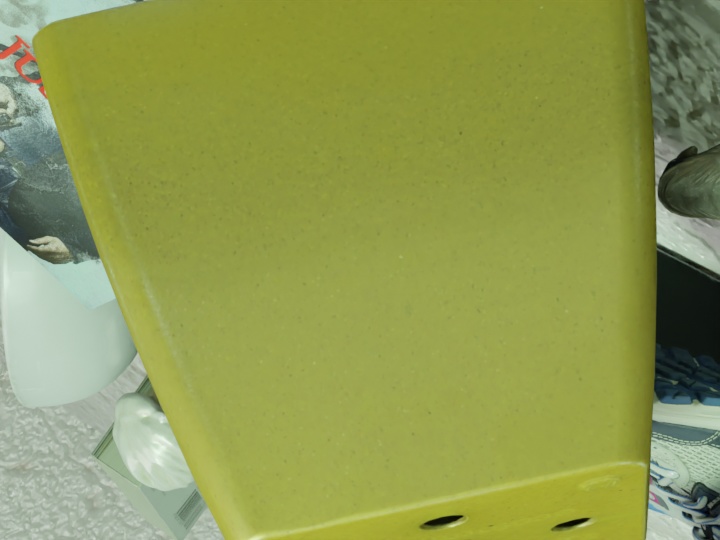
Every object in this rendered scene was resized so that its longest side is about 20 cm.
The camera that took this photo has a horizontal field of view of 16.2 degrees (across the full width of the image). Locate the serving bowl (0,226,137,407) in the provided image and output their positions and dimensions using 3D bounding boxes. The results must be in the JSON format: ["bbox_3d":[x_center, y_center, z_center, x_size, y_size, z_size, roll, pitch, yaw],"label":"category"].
[{"bbox_3d":[-0.127,-0.031,1.236,0.066,0.201,0.200,3,164,3],"label":"serving bowl"}]

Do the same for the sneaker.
[{"bbox_3d":[0.155,0.085,0.998,0.199,0.085,0.077,13,-171,-22],"label":"sneaker"}]

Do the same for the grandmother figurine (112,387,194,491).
[{"bbox_3d":[-0.056,0.018,1.243,0.060,0.200,0.121,33,170,-10],"label":"grandmother figurine"}]

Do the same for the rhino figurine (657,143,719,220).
[{"bbox_3d":[0.161,-0.021,0.778,0.200,0.087,0.060,19,129,59],"label":"rhino figurine"}]

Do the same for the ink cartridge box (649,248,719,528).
[{"bbox_3d":[0.098,0.028,1.105,0.200,0.095,0.037,29,166,34],"label":"ink cartridge box"}]

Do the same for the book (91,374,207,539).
[{"bbox_3d":[-0.059,0.046,1.365,0.048,0.200,0.134,32,167,16],"label":"book"}]

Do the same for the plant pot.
[{"bbox_3d":[0.015,0.013,0.871,0.200,0.199,0.177,73,-175,-70],"label":"plant pot"}]

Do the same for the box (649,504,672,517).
[{"bbox_3d":[0.139,0.075,1.191,0.199,0.048,0.122,17,161,22],"label":"box"}]

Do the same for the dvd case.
[{"bbox_3d":[-0.109,-0.061,1.050,0.146,0.022,0.200,45,141,-18],"label":"dvd case"}]
